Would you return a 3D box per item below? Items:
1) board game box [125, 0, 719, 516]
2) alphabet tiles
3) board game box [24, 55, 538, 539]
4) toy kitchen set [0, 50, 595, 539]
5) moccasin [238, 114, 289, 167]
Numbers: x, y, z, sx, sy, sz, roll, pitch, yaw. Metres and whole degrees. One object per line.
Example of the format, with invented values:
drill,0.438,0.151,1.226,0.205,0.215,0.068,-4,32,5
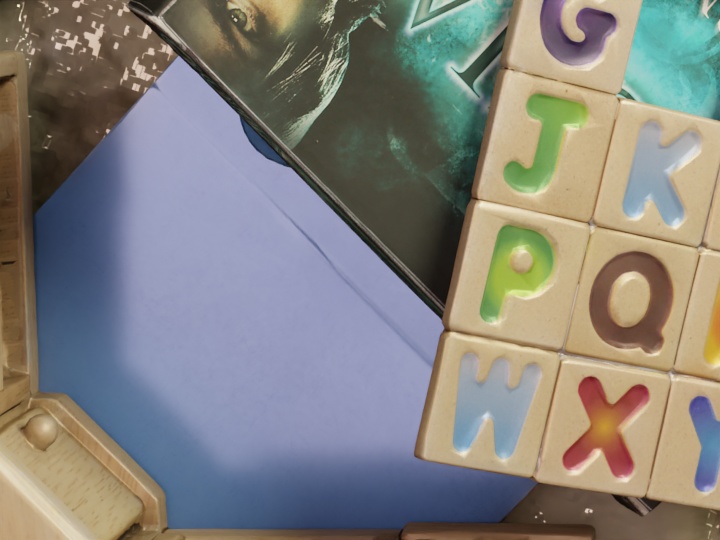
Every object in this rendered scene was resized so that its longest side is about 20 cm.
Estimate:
board game box,0.054,-0.048,0.717,0.135,0.028,0.200,-48,114,-4
alphabet tiles,0.120,-0.017,0.725,0.199,0.008,0.168,11,94,-24
board game box,0.000,0.000,0.795,0.158,0.039,0.200,44,101,2
toy kitchen set,-0.045,0.038,0.701,0.199,0.163,0.182,0,97,9
moccasin,0.001,-0.129,0.735,0.068,0.080,0.201,0,103,4
